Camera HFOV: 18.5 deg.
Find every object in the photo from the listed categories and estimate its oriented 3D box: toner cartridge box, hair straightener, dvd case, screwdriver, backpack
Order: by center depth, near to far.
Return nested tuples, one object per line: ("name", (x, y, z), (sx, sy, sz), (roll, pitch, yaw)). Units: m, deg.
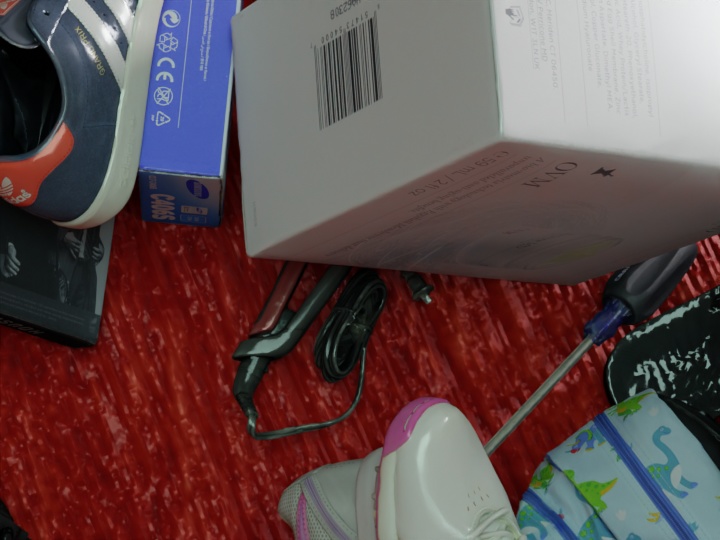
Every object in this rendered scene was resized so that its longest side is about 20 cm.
("backpack", (0.160, 0.149, 1.013), (0.153, 0.163, 0.201), (-26, 70, 13))
("dvd case", (-0.171, -0.078, 1.061), (0.025, 0.150, 0.202), (-6, 71, 38))
("screwdriver", (0.100, 0.041, 1.070), (0.029, 0.028, 0.200), (24, 52, 38))
("hair straightener", (0.000, 0.000, 1.093), (0.076, 0.041, 0.201), (26, 71, 3))
("toner cartridge box", (-0.079, -0.131, 1.095), (0.043, 0.095, 0.202), (5, 77, -2))

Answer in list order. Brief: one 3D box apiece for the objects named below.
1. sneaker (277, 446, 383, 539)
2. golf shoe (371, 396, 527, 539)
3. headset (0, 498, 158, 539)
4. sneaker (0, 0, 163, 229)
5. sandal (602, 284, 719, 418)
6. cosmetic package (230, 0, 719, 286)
("sneaker", (0.008, 0.178, 1.040), (0.088, 0.081, 0.202), (-3, 91, 39))
("golf shoe", (0.066, 0.150, 0.973), (0.075, 0.091, 0.202), (-30, 109, -45))
("headset", (-0.185, 0.148, 1.015), (0.198, 0.094, 0.125), (2, 88, -24))
("sneaker", (-0.142, -0.125, 1.027), (0.084, 0.075, 0.202), (16, 69, -43))
("sandal", (0.213, 0.018, 1.100), (0.200, 0.048, 0.076), (-35, 81, -11))
("cosmetic package", (0.077, -0.076, 1.002), (0.199, 0.199, 0.124), (4, 75, -34))
